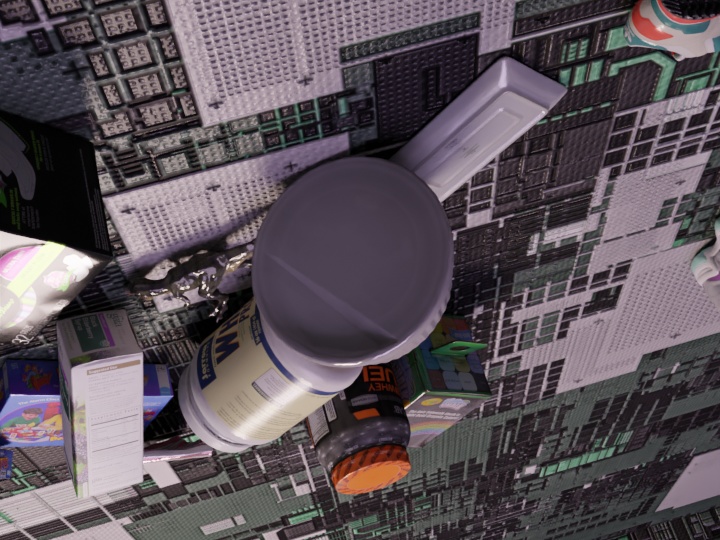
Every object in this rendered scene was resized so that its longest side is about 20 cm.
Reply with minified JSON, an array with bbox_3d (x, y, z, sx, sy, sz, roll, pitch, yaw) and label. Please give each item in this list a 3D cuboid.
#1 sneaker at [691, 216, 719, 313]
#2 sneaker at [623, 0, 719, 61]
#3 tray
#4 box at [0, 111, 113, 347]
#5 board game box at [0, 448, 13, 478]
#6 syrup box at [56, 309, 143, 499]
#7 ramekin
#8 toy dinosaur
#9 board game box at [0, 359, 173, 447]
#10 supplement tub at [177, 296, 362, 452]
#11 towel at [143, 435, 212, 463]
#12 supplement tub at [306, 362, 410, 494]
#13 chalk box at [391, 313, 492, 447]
[{"bbox_3d":[0.515,0.002,1.309,0.077,0.142,0.201,-13,151,-7],"label":"sneaker"},{"bbox_3d":[0.327,-0.234,0.899,0.197,0.071,0.093,-8,167,-22],"label":"sneaker"},{"bbox_3d":[0.106,-0.126,0.987,0.106,0.022,0.200,14,138,-42],"label":"tray"},{"bbox_3d":[-0.324,-0.040,0.786,0.198,0.126,0.148,17,135,-45],"label":"box"},{"bbox_3d":[-0.507,0.212,1.115,0.196,0.035,0.135,2,167,-4],"label":"board game box"},{"bbox_3d":[-0.288,0.149,1.104,0.080,0.079,0.202,-11,130,-25],"label":"syrup box"},{"bbox_3d":[0.000,0.000,0.972,0.200,0.205,0.094,-23,160,9],"label":"ramekin"},{"bbox_3d":[-0.148,0.002,1.042,0.198,0.048,0.088,-27,143,9],"label":"toy dinosaur"},{"bbox_3d":[-0.344,0.162,1.200,0.198,0.045,0.135,6,143,-36],"label":"board game box"},{"bbox_3d":[-0.105,0.110,1.143,0.144,0.147,0.199,14,138,-43],"label":"supplement tub"},{"bbox_3d":[-0.285,0.238,1.308,0.144,0.030,0.200,-3,171,-23],"label":"towel"},{"bbox_3d":[-0.010,0.162,1.226,0.121,0.202,0.123,-14,152,-8],"label":"supplement tub"},{"bbox_3d":[0.081,0.134,1.313,0.123,0.125,0.200,10,140,-38],"label":"chalk box"}]
